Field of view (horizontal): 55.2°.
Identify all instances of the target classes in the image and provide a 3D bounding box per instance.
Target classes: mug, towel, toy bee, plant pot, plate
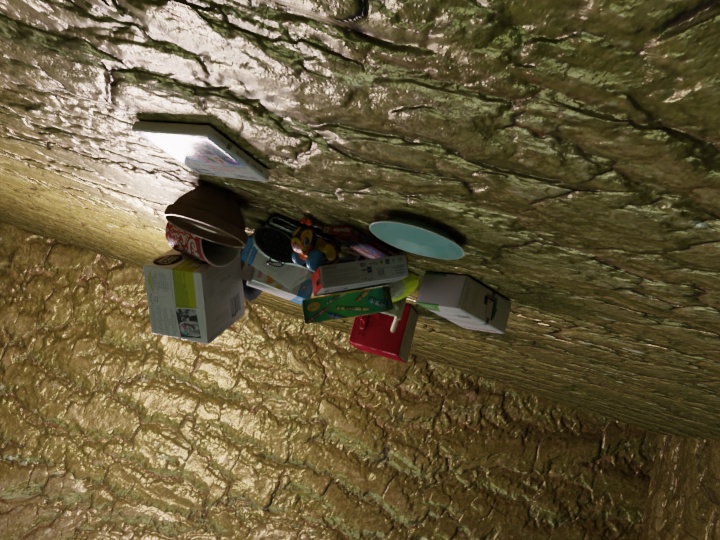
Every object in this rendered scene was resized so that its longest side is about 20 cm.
[{"bbox_3d":[-0.408,-0.080,1.826,0.197,0.136,0.177,12,158,43],"label":"mug"},{"bbox_3d":[-0.148,-0.083,1.697,0.189,0.035,0.199,24,170,-15],"label":"towel"},{"bbox_3d":[-0.110,-0.057,1.537,0.128,0.112,0.199,17,-172,17],"label":"toy bee"},{"bbox_3d":[-0.343,-0.131,1.582,0.196,0.095,0.201,17,168,4],"label":"plant pot"},{"bbox_3d":[0.113,-0.068,1.358,0.195,0.026,0.200,16,169,3],"label":"plate"}]

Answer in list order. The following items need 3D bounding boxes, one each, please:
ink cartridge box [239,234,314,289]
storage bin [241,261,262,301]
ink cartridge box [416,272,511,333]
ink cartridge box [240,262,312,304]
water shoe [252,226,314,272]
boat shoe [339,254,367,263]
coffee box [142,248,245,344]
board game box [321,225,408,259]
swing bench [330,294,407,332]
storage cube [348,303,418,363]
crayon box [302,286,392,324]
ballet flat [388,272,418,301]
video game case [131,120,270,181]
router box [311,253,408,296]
[{"bbox_3d":[-0.194,-0.019,1.750,0.197,0.069,0.115,30,-164,9],"label":"ink cartridge box"},{"bbox_3d":[-0.357,-0.021,2.083,0.134,0.146,0.200,42,178,20],"label":"storage bin"},{"bbox_3d":[0.257,0.081,1.695,0.198,0.087,0.144,27,166,-41],"label":"ink cartridge box"},{"bbox_3d":[-0.227,-0.002,1.932,0.195,0.132,0.125,19,169,-14],"label":"ink cartridge box"},{"bbox_3d":[-0.171,-0.042,1.653,0.196,0.073,0.079,24,173,-13],"label":"water shoe"},{"bbox_3d":[0.000,-0.001,1.724,0.195,0.071,0.073,-2,131,24],"label":"boat shoe"},{"bbox_3d":[-0.454,0.054,1.897,0.192,0.206,0.200,7,-158,21],"label":"coffee box"},{"bbox_3d":[0.012,-0.056,1.589,0.198,0.020,0.102,27,167,-41],"label":"board game box"},{"bbox_3d":[0.027,0.066,1.884,0.194,0.133,0.200,17,164,2],"label":"swing bench"},{"bbox_3d":[0.080,0.193,2.290,0.175,0.176,0.200,13,168,16],"label":"storage cube"},{"bbox_3d":[-0.029,0.080,1.622,0.194,0.060,0.119,-10,177,10],"label":"crayon box"},{"bbox_3d":[0.053,0.055,1.739,0.194,0.069,0.067,-13,-173,5],"label":"ballet flat"},{"bbox_3d":[-0.289,-0.218,1.261,0.196,0.024,0.181,12,167,33],"label":"video game case"},{"bbox_3d":[-0.006,0.013,1.548,0.194,0.050,0.179,-8,174,-11],"label":"router box"}]
